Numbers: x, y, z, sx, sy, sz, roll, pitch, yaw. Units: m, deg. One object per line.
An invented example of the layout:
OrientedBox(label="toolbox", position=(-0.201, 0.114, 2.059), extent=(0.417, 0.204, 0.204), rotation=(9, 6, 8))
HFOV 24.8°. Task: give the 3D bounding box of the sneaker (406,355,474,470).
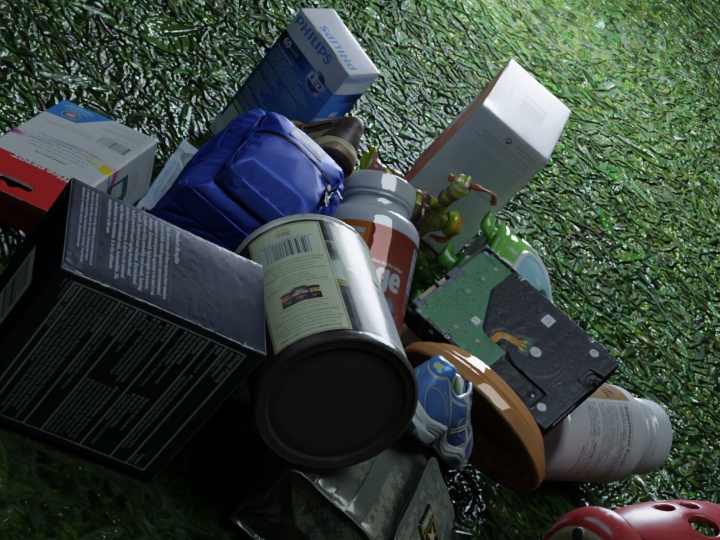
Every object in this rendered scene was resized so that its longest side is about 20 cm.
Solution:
OrientedBox(label="sneaker", position=(0.085, 0.141, 1.615), extent=(0.076, 0.077, 0.200), rotation=(41, -2, 22))

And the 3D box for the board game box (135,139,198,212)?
OrientedBox(label="board game box", position=(-0.148, -0.024, 1.742), extent=(0.199, 0.043, 0.200), rotation=(36, 34, -8))

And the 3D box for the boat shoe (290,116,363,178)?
OrientedBox(label="boat shoe", position=(-0.074, -0.130, 1.804), extent=(0.072, 0.200, 0.072), rotation=(41, 56, -30))

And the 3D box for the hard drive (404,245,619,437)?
OrientedBox(label="hard drive", position=(0.160, 0.077, 1.759), extent=(0.200, 0.038, 0.140), rotation=(42, 52, 15))

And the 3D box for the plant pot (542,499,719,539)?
OrientedBox(label="plant pot", position=(0.286, 0.333, 1.659), extent=(0.182, 0.200, 0.201), rotation=(4, 48, -34))

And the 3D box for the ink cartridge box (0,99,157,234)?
OrientedBox(label="ink cartridge box", position=(-0.299, -0.089, 1.606), extent=(0.116, 0.067, 0.200), rotation=(24, 31, 13))

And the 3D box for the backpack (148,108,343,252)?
OrientedBox(label="backpack", position=(-0.098, -0.070, 1.659), extent=(0.163, 0.168, 0.200), rotation=(46, 31, -9))

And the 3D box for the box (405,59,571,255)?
OrientedBox(label="box", position=(0.147, -0.137, 2.037), extent=(0.106, 0.200, 0.152), rotation=(40, 33, -6))

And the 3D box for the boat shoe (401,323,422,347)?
OrientedBox(label="boat shoe", position=(0.114, 0.101, 1.804), extent=(0.200, 0.074, 0.069), rotation=(30, 69, 13))

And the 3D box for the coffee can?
OrientedBox(label="coffee can", position=(-0.039, 0.061, 1.495), extent=(0.146, 0.146, 0.200), rotation=(24, 26, -26))

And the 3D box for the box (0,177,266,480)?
OrientedBox(label="box", position=(-0.217, 0.056, 1.438), extent=(0.198, 0.200, 0.123), rotation=(26, 36, -25))

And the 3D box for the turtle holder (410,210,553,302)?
OrientedBox(label="turtle holder", position=(0.147, 0.036, 1.896), extent=(0.132, 0.141, 0.186), rotation=(40, 31, -9))

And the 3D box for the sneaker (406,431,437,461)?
OrientedBox(label="sneaker", position=(-0.003, 0.152, 1.677), extent=(0.200, 0.071, 0.080), rotation=(36, 32, -25))

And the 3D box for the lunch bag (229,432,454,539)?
OrientedBox(label="lunch bag", position=(0.002, 0.228, 1.551), extent=(0.200, 0.118, 0.164), rotation=(43, 34, -8))

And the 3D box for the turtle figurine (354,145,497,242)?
OrientedBox(label="turtle figurine", position=(0.056, -0.074, 1.910), extent=(0.161, 0.200, 0.064), rotation=(26, 67, -17))

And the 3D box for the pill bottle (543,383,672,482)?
OrientedBox(label="pill bottle", position=(0.260, 0.184, 1.869), extent=(0.200, 0.114, 0.114), rotation=(9, 46, -41))

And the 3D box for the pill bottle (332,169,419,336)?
OrientedBox(label="pill bottle", position=(0.000, 0.000, 1.741), extent=(0.112, 0.112, 0.200), rotation=(23, 66, -27))

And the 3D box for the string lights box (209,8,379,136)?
OrientedBox(label="string lights box", position=(-0.078, -0.192, 1.864), extent=(0.059, 0.200, 0.103), rotation=(-10, 60, -51))

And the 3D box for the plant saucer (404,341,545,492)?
OrientedBox(label="plant saucer", position=(0.121, 0.147, 1.708), extent=(0.037, 0.200, 0.200), rotation=(-43, 85, -18))
